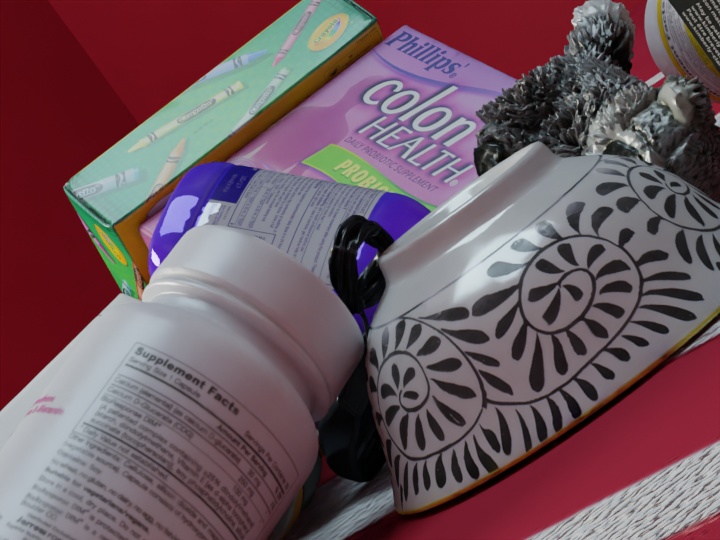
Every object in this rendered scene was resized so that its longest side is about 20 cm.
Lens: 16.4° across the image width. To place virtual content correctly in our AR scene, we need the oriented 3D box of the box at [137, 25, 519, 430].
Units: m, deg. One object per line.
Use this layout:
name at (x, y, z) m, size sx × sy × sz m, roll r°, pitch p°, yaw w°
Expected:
box at (0.012, -0.021, 1.363) m, size 0.200 × 0.097 × 0.176 m, roll -37°, pitch 33°, yaw -13°

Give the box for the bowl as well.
bowl at (0.069, 0.007, 1.068) m, size 0.201 × 0.094 × 0.201 m, roll -36°, pitch 3°, yaw 2°

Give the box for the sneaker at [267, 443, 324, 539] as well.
sneaker at (-0.053, 0.094, 1.274) m, size 0.077 × 0.078 × 0.200 m, roll -33°, pitch 1°, yaw -19°

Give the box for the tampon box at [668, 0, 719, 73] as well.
tampon box at (0.246, -0.139, 1.002) m, size 0.150 × 0.126 × 0.200 m, roll -39°, pitch 5°, yaw -29°

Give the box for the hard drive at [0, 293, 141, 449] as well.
hard drive at (-0.166, 0.100, 1.347) m, size 0.200 × 0.027 × 0.132 m, roll -46°, pitch 29°, yaw -15°

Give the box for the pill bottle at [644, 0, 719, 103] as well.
pill bottle at (0.229, -0.150, 1.384) m, size 0.114 × 0.114 × 0.200 m, roll -37°, pitch 4°, yaw -8°

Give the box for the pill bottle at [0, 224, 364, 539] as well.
pill bottle at (-0.089, 0.086, 1.042) m, size 0.200 × 0.113 × 0.113 m, roll -55°, pitch 12°, yaw -25°

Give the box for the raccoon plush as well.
raccoon plush at (0.135, -0.089, 1.214) m, size 0.134 × 0.097 × 0.200 m, roll -24°, pitch 44°, yaw 39°

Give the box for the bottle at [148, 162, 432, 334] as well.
bottle at (0.000, 0.000, 1.216) m, size 0.065 × 0.199 × 0.084 m, roll 81°, pitch -154°, yaw -46°

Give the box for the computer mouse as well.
computer mouse at (-0.006, 0.035, 1.142) m, size 0.059 × 0.034 × 0.200 m, roll -58°, pitch -19°, yaw -30°

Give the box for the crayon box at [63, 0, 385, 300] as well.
crayon box at (-0.062, -0.058, 1.459) m, size 0.200 × 0.119 × 0.058 m, roll -39°, pitch 45°, yaw -13°
